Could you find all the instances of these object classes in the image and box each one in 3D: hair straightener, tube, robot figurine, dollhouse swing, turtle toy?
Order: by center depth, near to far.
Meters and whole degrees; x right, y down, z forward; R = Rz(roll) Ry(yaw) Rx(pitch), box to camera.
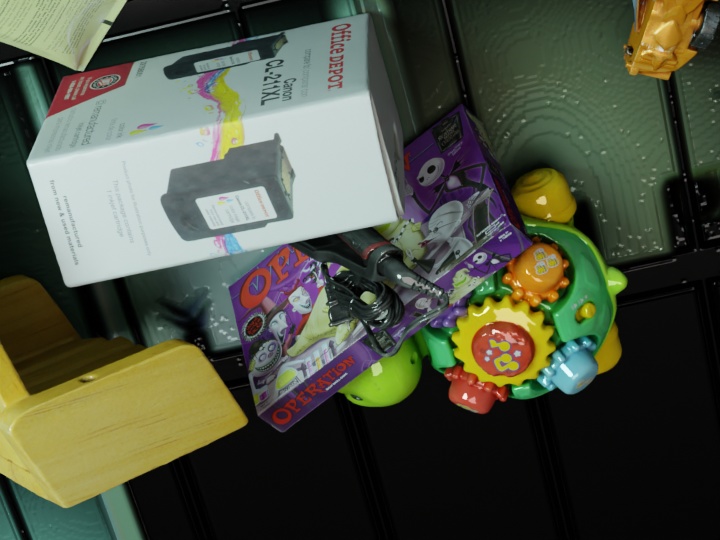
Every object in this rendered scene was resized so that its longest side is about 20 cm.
[{"bbox_3d":[-0.220,-0.164,1.058,0.058,0.052,0.199,-9,166,44],"label":"tube"},{"bbox_3d":[0.228,-0.199,1.071,0.144,0.058,0.201,13,117,-7],"label":"robot figurine"},{"bbox_3d":[0.000,0.000,1.083,0.041,0.200,0.077,-15,114,-23],"label":"hair straightener"},{"bbox_3d":[-0.200,0.017,1.086,0.181,0.200,0.177,-23,114,-33],"label":"dollhouse swing"},{"bbox_3d":[0.071,0.032,1.164,0.199,0.101,0.146,-14,117,17],"label":"turtle toy"}]

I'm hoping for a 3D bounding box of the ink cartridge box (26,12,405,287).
[{"bbox_3d":[-0.079,-0.075,1.087,0.199,0.146,0.083,-12,115,5],"label":"ink cartridge box"}]

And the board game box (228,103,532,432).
[{"bbox_3d":[0.007,-0.002,1.138,0.200,0.120,0.032,-38,126,18],"label":"board game box"}]
